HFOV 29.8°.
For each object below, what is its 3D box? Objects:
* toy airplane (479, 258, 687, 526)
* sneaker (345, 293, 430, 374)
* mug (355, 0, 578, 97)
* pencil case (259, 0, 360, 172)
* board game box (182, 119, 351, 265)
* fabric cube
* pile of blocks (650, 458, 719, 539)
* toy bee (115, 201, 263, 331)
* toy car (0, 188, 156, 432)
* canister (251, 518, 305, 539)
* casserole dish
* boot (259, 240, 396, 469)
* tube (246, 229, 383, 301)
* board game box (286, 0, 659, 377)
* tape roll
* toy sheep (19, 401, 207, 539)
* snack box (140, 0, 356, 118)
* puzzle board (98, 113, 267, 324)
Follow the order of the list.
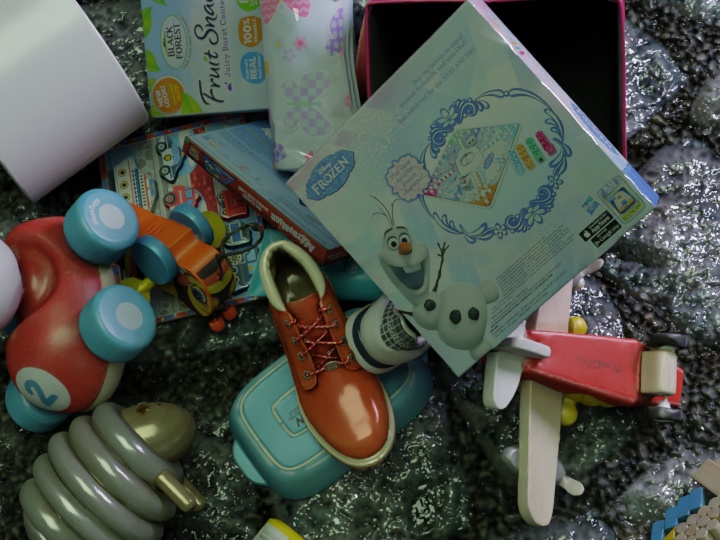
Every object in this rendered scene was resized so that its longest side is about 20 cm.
[{"bbox_3d":[0.156,0.080,1.122,0.200,0.141,0.200,-38,99,-24],"label":"toy airplane"},{"bbox_3d":[0.078,0.015,1.129,0.077,0.080,0.200,50,55,-1],"label":"sneaker"},{"bbox_3d":[0.107,-0.213,1.242,0.198,0.178,0.134,16,64,10],"label":"mug"},{"bbox_3d":[-0.041,-0.186,1.211,0.090,0.083,0.202,-3,97,3],"label":"pencil case"},{"bbox_3d":[-0.063,-0.075,1.237,0.103,0.020,0.200,-19,47,-42],"label":"board game box"},{"bbox_3d":[0.118,-0.142,1.109,0.198,0.200,0.198,1,110,11],"label":"fabric cube"},{"bbox_3d":[0.299,0.207,1.100,0.200,0.082,0.062,-42,110,-1],"label":"pile of blocks"},{"bbox_3d":[-0.160,0.005,1.210,0.130,0.109,0.200,-29,35,-17],"label":"toy bee"},{"bbox_3d":[-0.307,0.032,1.138,0.199,0.184,0.178,6,59,-38],"label":"toy car"},{"bbox_3d":[-0.082,0.319,1.081,0.148,0.087,0.200,36,74,20],"label":"canister"},{"bbox_3d":[-0.029,0.111,1.190,0.199,0.039,0.121,-37,66,-7],"label":"casserole dish"},{"bbox_3d":[-0.033,0.069,1.131,0.075,0.107,0.201,-25,67,-3],"label":"boot"},{"bbox_3d":[0.000,0.000,1.230,0.198,0.051,0.078,4,47,12],"label":"tube"},{"bbox_3d":[0.080,-0.060,1.003,0.200,0.043,0.199,-42,90,22],"label":"board game box"},{"bbox_3d":[-0.311,-0.183,1.267,0.139,0.203,0.203,-37,67,-8],"label":"tape roll"},{"bbox_3d":[-0.216,0.189,1.135,0.200,0.138,0.138,-45,68,-6],"label":"toy sheep"},{"bbox_3d":[-0.106,-0.223,1.291,0.198,0.053,0.144,-2,96,15],"label":"snack box"},{"bbox_3d":[-0.169,-0.050,1.291,0.149,0.017,0.202,-13,65,2],"label":"puzzle board"}]
